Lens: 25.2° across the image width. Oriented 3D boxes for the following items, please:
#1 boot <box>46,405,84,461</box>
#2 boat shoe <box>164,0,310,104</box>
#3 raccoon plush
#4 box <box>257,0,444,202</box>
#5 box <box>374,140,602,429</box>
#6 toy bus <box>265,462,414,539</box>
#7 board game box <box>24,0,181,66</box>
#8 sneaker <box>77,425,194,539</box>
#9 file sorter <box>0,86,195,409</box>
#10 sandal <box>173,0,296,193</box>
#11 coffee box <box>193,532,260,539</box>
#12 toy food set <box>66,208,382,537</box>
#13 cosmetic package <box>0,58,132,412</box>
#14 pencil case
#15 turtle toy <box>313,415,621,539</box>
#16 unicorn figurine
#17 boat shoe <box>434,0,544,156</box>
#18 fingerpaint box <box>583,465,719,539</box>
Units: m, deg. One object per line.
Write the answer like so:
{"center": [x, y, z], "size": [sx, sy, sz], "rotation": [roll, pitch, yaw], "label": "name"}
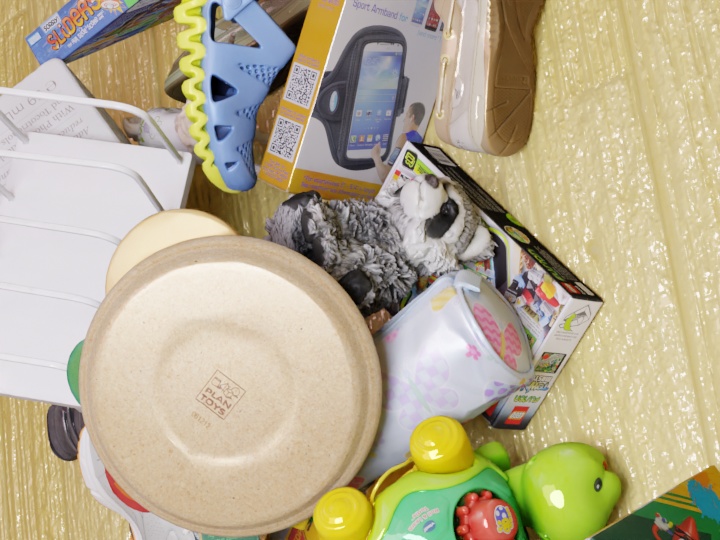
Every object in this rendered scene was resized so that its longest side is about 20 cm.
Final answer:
{"center": [-0.235, 0.071, 1.429], "size": [0.132, 0.070, 0.201], "rotation": [-2, 78, 52], "label": "boot"}
{"center": [-0.081, -0.194, 1.304], "size": [0.200, 0.073, 0.063], "rotation": [-27, 58, 38], "label": "boat shoe"}
{"center": [0.000, 0.000, 1.117], "size": [0.200, 0.134, 0.097], "rotation": [-45, 62, 53], "label": "raccoon plush"}
{"center": [0.007, -0.147, 1.163], "size": [0.041, 0.119, 0.200], "rotation": [29, 105, 43], "label": "box"}
{"center": [0.073, 0.007, 1.130], "size": [0.200, 0.035, 0.110], "rotation": [47, 117, 40], "label": "box"}
{"center": [-0.010, 0.167, 1.171], "size": [0.078, 0.065, 0.200], "rotation": [37, 110, 43], "label": "toy bus"}
{"center": [-0.161, -0.231, 1.306], "size": [0.135, 0.200, 0.035], "rotation": [-27, 95, 40], "label": "board game box"}
{"center": [-0.151, 0.184, 1.276], "size": [0.092, 0.076, 0.200], "rotation": [2, 125, 35], "label": "sneaker"}
{"center": [-0.216, -0.016, 1.133], "size": [0.138, 0.125, 0.200], "rotation": [8, 74, 11], "label": "file sorter"}
{"center": [-0.085, -0.153, 1.136], "size": [0.080, 0.087, 0.200], "rotation": [-106, 12, -76], "label": "sandal"}
{"center": [-0.104, 0.129, 1.119], "size": [0.123, 0.044, 0.200], "rotation": [-132, 33, -74], "label": "coffee box"}
{"center": [-0.086, 0.074, 1.014], "size": [0.200, 0.049, 0.198], "rotation": [22, 100, 2], "label": "toy food set"}
{"center": [-0.231, -0.024, 1.291], "size": [0.167, 0.166, 0.200], "rotation": [-37, 72, -3], "label": "cosmetic package"}
{"center": [0.017, 0.080, 1.063], "size": [0.200, 0.083, 0.091], "rotation": [-33, 89, 23], "label": "pencil case"}
{"center": [0.070, 0.170, 1.020], "size": [0.200, 0.146, 0.101], "rotation": [-35, 47, -10], "label": "turtle toy"}
{"center": [-0.117, -0.110, 1.276], "size": [0.200, 0.137, 0.074], "rotation": [-12, 70, 43], "label": "unicorn figurine"}
{"center": [0.083, -0.181, 1.121], "size": [0.069, 0.074, 0.201], "rotation": [6, 89, 41], "label": "boat shoe"}
{"center": [0.127, 0.214, 0.937], "size": [0.200, 0.167, 0.073], "rotation": [-46, 71, 31], "label": "fingerpaint box"}
